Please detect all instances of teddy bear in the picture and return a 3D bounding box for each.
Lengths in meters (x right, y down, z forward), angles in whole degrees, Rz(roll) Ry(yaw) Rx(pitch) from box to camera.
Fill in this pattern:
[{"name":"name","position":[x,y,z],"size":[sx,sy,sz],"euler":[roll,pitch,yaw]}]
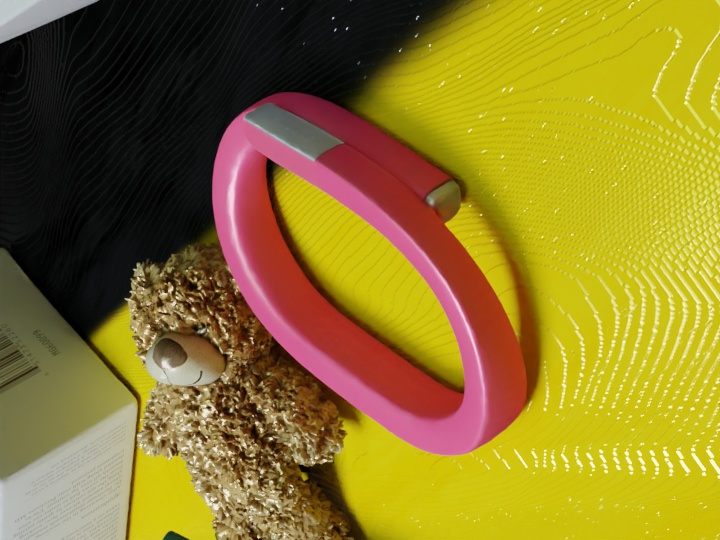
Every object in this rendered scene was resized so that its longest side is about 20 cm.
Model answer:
[{"name":"teddy bear","position":[-0.067,0.086,1.017],"size":[0.145,0.067,0.201],"euler":[33,142,36]}]

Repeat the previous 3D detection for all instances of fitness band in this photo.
[{"name":"fitness band","position":[0.000,0.000,0.873],"size":[0.200,0.037,0.144],"euler":[36,145,38]}]

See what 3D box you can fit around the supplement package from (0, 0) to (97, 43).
[{"name":"supplement package","position":[-0.128,-0.178,0.819],"size":[0.200,0.119,0.122],"euler":[-11,105,59]}]

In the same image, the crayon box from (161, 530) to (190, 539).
[{"name":"crayon box","position":[-0.029,0.220,1.051],"size":[0.199,0.052,0.126],"euler":[17,154,51]}]

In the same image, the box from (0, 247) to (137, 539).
[{"name":"box","position":[-0.234,0.116,1.261],"size":[0.152,0.106,0.201],"euler":[45,147,23]}]
